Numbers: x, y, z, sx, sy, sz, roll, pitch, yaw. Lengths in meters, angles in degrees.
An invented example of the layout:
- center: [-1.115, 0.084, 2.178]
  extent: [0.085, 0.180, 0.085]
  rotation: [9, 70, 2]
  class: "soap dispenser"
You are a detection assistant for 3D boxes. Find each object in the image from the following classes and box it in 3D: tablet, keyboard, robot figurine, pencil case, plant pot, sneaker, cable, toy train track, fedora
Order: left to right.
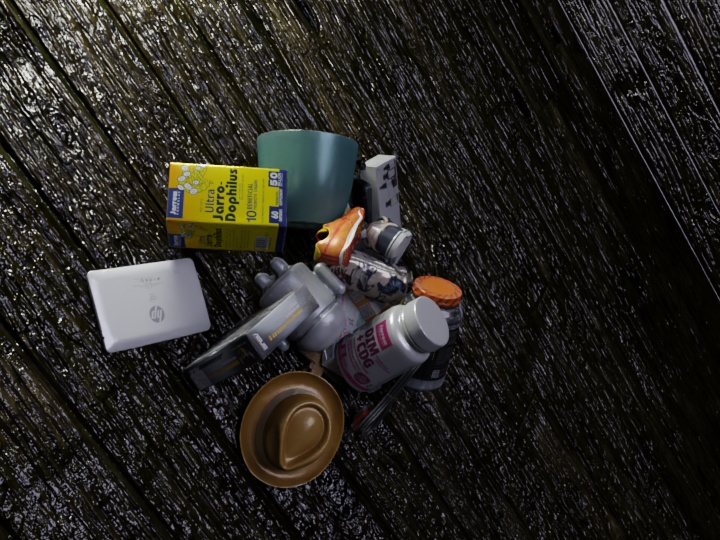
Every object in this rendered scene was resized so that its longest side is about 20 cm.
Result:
- center: [-0.341, 0.052, 1.187]
  extent: [0.198, 0.014, 0.132]
  rotation: [-11, 82, -47]
  class: "tablet"
- center: [-0.107, 0.275, 1.230]
  extent: [0.197, 0.082, 0.205]
  rotation: [0, 89, -20]
  class: "fedora"
- center: [-0.107, 0.067, 1.332]
  extent: [0.200, 0.170, 0.113]
  rotation: [45, 3, 2]
  class: "robot figurine"
- center: [-0.106, -0.166, 1.401]
  extent: [0.199, 0.199, 0.164]
  rotation: [6, 86, -44]
  class: "plant pot"
- center: [-0.096, 0.207, 1.355]
  extent: [0.115, 0.032, 0.201]
  rotation: [43, 40, -16]
  class: "toy train track"
- center: [-0.036, -0.073, 1.333]
  extent: [0.200, 0.076, 0.074]
  rotation: [-61, 164, -64]
  class: "sneaker"
- center: [-0.006, -0.171, 1.465]
  extent: [0.020, 0.200, 0.129]
  rotation: [-4, 104, -12]
  class: "keyboard"
- center: [0.000, 0.000, 1.406]
  extent: [0.197, 0.090, 0.078]
  rotation: [20, 37, -20]
  class: "pencil case"
- center: [0.040, 0.240, 1.372]
  extent: [0.050, 0.201, 0.097]
  rotation: [37, 20, 13]
  class: "cable"
- center: [0.056, -0.064, 1.479]
  extent: [0.079, 0.200, 0.079]
  rotation: [32, 89, 8]
  class: "sneaker"

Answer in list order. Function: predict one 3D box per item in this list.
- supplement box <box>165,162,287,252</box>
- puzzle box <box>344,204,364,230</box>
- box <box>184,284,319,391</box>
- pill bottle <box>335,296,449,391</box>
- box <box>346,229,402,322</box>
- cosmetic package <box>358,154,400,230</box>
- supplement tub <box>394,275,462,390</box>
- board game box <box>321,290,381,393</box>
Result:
- center: [-0.226, -0.106, 1.239]
  extent: [0.196, 0.110, 0.111]
  rotation: [2, 68, -10]
  class: "supplement box"
- center: [-0.004, -0.118, 1.604]
  extent: [0.199, 0.025, 0.134]
  rotation: [-35, 99, -48]
  class: "puzzle box"
- center: [-0.180, 0.111, 1.191]
  extent: [0.049, 0.199, 0.158]
  rotation: [55, 42, -7]
  class: "box"
- center: [0.057, 0.133, 1.325]
  extent: [0.113, 0.199, 0.115]
  rotation: [33, 40, -32]
  class: "pill bottle"
- center: [0.010, 0.005, 1.502]
  extent: [0.119, 0.041, 0.202]
  rotation: [-35, 94, -49]
  class: "box"
- center: [0.045, -0.137, 1.553]
  extent: [0.082, 0.050, 0.203]
  rotation: [-33, 126, -45]
  class: "cosmetic package"
- center: [0.129, 0.122, 1.423]
  extent: [0.122, 0.122, 0.203]
  rotation: [-14, 125, -48]
  class: "supplement tub"
- center: [-0.013, 0.127, 1.453]
  extent: [0.134, 0.034, 0.202]
  rotation: [36, 39, -31]
  class: "board game box"
